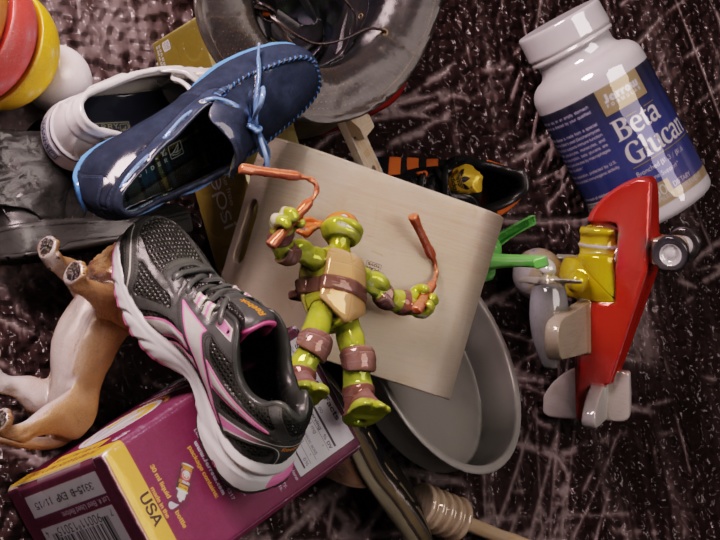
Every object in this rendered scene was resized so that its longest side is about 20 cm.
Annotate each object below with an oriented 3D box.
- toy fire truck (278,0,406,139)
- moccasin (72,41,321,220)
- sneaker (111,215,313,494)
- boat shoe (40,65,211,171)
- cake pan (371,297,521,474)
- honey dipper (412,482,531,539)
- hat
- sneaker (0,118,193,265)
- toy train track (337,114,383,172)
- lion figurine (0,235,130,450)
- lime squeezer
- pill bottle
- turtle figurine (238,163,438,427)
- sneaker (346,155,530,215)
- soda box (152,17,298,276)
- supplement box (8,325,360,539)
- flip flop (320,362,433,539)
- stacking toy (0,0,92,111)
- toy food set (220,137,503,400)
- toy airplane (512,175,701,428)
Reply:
[{"bbox_3d":[-0.011,-0.205,1.587,0.199,0.128,0.177,-14,85,-33],"label":"toy fire truck"},{"bbox_3d":[-0.099,-0.085,1.334,0.200,0.068,0.081,-38,125,-20],"label":"moccasin"},{"bbox_3d":[-0.086,0.039,1.280,0.080,0.086,0.201,-20,68,-42],"label":"sneaker"},{"bbox_3d":[-0.129,-0.111,1.388,0.199,0.065,0.074,-19,85,-39],"label":"boat shoe"},{"bbox_3d":[0.054,0.074,1.557,0.200,0.037,0.201,35,41,-37],"label":"cake pan"},{"bbox_3d":[0.118,0.220,1.595,0.199,0.038,0.038,26,60,-35],"label":"honey dipper"},{"bbox_3d":[-0.036,-0.203,1.447,0.199,0.081,0.202,2,84,-15],"label":"hat"},{"bbox_3d":[-0.211,-0.063,1.386,0.199,0.060,0.105,-9,85,-40],"label":"sneaker"},{"bbox_3d":[0.037,-0.037,1.511,0.201,0.032,0.115,65,30,-18],"label":"toy train track"},{"bbox_3d":[-0.192,0.055,1.351,0.201,0.072,0.122,-57,141,-4],"label":"lion figurine"},{"bbox_3d":[0.117,-0.021,1.641,0.038,0.070,0.200,58,8,-7],"label":"lime squeezer"},{"bbox_3d":[0.225,-0.139,1.759,0.111,0.111,0.201,-36,100,-42],"label":"pill bottle"},{"bbox_3d":[-0.024,0.018,1.352,0.199,0.064,0.162,29,55,-41],"label":"turtle figurine"},{"bbox_3d":[0.052,-0.068,1.598,0.199,0.090,0.071,-3,77,-42],"label":"sneaker"},{"bbox_3d":[-0.091,-0.094,1.495,0.064,0.068,0.202,-13,84,-42],"label":"soda box"},{"bbox_3d":[-0.120,0.136,1.350,0.200,0.131,0.104,-32,96,-44],"label":"supplement box"},{"bbox_3d":[-0.013,0.139,1.490,0.201,0.057,0.081,58,9,-12],"label":"flip flop"},{"bbox_3d":[-0.258,-0.155,1.353,0.200,0.145,0.147,28,57,-50],"label":"stacking toy"},{"bbox_3d":[0.000,0.000,1.448,0.199,0.060,0.145,18,88,-15],"label":"toy food set"},{"bbox_3d":[0.191,0.034,1.663,0.140,0.201,0.200,23,60,15],"label":"toy airplane"}]
